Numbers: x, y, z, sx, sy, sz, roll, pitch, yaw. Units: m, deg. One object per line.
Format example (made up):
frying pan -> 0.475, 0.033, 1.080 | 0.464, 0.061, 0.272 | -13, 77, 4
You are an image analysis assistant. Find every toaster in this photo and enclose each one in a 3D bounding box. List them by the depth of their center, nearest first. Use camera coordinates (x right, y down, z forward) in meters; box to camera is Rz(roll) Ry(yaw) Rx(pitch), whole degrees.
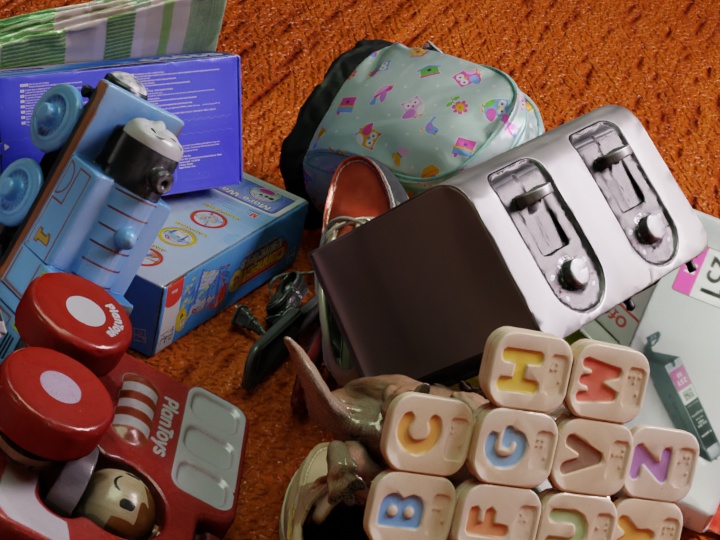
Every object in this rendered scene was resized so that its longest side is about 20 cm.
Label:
toaster -> 0.086, -0.005, 1.084 | 0.180, 0.199, 0.119 | -25, 89, -42

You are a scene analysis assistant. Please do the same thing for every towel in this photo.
towel -> -0.193, -0.148, 1.230 | 0.199, 0.153, 0.024 | -20, 70, -21

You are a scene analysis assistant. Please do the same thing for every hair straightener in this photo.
hair straightener -> -0.050, 0.027, 1.215 | 0.076, 0.041, 0.200 | 17, 30, 6

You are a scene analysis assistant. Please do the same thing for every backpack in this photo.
backpack -> 0.048, -0.089, 1.306 | 0.199, 0.168, 0.127 | 21, -17, 35

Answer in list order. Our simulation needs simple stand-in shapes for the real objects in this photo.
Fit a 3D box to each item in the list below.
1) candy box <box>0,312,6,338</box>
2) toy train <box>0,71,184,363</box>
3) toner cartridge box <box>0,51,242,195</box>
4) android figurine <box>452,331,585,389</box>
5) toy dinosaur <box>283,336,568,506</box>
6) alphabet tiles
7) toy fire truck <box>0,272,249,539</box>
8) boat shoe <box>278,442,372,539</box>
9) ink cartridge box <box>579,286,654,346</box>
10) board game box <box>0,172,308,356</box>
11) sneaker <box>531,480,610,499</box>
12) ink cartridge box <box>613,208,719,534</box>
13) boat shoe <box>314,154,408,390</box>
candy box -> -0.334, -0.002, 1.053 | 0.167, 0.072, 0.200 | -26, 42, -21
toy train -> -0.180, -0.026, 1.099 | 0.086, 0.201, 0.114 | 25, 8, -48
toner cartridge box -> -0.173, -0.097, 1.203 | 0.199, 0.096, 0.043 | -11, 15, -39
android figurine -> 0.108, 0.051, 1.249 | 0.199, 0.041, 0.181 | 31, 32, 26
toy dinosaur -> 0.031, 0.088, 0.971 | 0.198, 0.086, 0.136 | 21, 11, -16
alphabet tiles -> 0.091, 0.134, 0.912 | 0.194, 0.202, 0.015 | 11, 4, -26
toy fire truck -> -0.140, 0.107, 0.973 | 0.167, 0.113, 0.201 | 28, 26, -14
boat shoe -> -0.006, 0.151, 0.975 | 0.073, 0.070, 0.201 | 9, 28, -9
ink cartridge box -> 0.203, 0.002, 1.276 | 0.116, 0.068, 0.199 | 44, 23, 23
board game box -> -0.172, -0.035, 1.259 | 0.199, 0.056, 0.196 | 25, 30, 20
sneaker -> 0.119, 0.149, 1.038 | 0.080, 0.071, 0.201 | 18, 27, -20
ink cartridge box -> 0.259, 0.079, 1.138 | 0.172, 0.044, 0.201 | 21, 69, 15
boat shoe -> 0.000, 0.000, 1.177 | 0.071, 0.063, 0.202 | -16, 55, 21
